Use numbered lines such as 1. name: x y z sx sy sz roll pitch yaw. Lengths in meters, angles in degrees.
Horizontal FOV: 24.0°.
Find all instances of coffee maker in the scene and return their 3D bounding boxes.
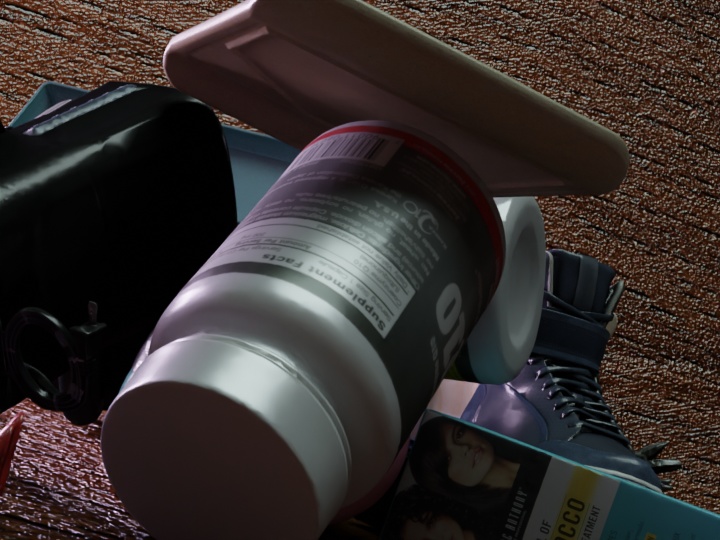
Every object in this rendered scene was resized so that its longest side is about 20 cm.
1. coffee maker: -0.149 -0.005 0.844 0.191 0.136 0.200 32 35 20

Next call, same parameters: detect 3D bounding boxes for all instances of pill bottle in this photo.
1. pill bottle: 0.000 0.000 0.982 0.198 0.114 0.112 6 -6 20
2. pill bottle: -0.020 0.030 0.723 0.113 0.115 0.200 18 39 15

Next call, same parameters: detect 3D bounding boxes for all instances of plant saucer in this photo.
1. plant saucer: -0.115 -0.061 0.969 0.198 0.070 0.019 16 -39 21

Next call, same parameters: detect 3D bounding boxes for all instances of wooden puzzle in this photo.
1. wooden puzzle: 0.011 -0.083 0.805 0.184 0.038 0.200 25 -11 -17

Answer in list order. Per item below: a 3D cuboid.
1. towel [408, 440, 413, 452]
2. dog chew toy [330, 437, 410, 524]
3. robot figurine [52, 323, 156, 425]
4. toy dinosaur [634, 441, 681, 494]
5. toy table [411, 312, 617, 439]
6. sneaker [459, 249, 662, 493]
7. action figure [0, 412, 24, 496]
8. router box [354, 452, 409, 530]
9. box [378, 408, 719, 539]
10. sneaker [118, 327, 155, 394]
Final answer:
1. towel: 0.010 0.142 1.317 0.111 0.049 0.199 16 -3 44
2. dog chew toy: -0.029 0.080 0.900 0.124 0.126 0.200 18 -11 19
3. robot figurine: -0.162 0.006 1.063 0.150 0.124 0.201 50 -30 29
4. toy dinosaur: 0.159 0.165 1.165 0.199 0.103 0.135 31 15 35
5. toy table: 0.087 0.069 1.201 0.182 0.118 0.200 13 -5 -19
6. sneaker: 0.127 0.062 1.000 0.076 0.147 0.202 23 -5 -24
7. action figure: -0.221 0.015 0.644 0.198 0.100 0.065 17 -3 -7
8. router box: 0.114 0.163 1.012 0.199 0.052 0.149 15 -4 44
9. box: 0.109 0.140 0.865 0.199 0.083 0.049 17 -5 36
10. sneaker: -0.086 0.080 1.033 0.071 0.081 0.200 16 -3 18
